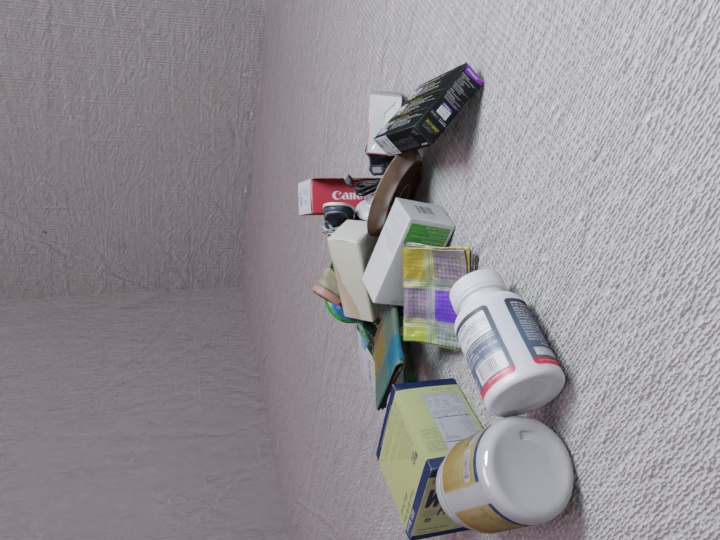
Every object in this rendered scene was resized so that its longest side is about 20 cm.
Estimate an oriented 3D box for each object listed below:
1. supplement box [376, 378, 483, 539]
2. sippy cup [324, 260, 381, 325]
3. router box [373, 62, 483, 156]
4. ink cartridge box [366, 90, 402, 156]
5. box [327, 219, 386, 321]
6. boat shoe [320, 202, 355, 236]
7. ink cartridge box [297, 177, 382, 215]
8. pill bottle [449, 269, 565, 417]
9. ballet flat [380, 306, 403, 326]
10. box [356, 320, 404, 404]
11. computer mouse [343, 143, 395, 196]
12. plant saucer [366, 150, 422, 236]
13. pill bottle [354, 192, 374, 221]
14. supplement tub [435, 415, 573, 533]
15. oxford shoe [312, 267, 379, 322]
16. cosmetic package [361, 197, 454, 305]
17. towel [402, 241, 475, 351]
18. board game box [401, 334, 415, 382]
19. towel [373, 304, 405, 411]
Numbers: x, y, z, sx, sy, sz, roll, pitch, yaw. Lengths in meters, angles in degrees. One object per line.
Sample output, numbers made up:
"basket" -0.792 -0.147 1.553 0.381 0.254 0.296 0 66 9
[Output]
"supplement box" 0.134 0.347 1.144 0.200 0.133 0.202 -118 31 -52
"sippy cup" -0.007 0.050 1.552 0.130 0.177 0.141 -39 27 54
"router box" 0.117 -0.286 1.113 0.149 0.051 0.200 -51 18 -8
"ink cartridge box" 0.052 -0.319 1.309 0.200 0.067 0.118 -78 -7 -71
"box" 0.000 0.000 1.329 0.077 0.095 0.202 8 124 30
"boat shoe" -0.052 -0.105 1.388 0.200 0.074 0.063 106 171 -79
"ink cartridge box" -0.035 -0.177 1.473 0.175 0.198 0.085 -170 78 -72
"pill bottle" 0.208 0.102 0.916 0.120 0.118 0.201 107 153 -45
"ballet flat" 0.095 0.084 1.341 0.200 0.074 0.075 154 112 -67
"box" 0.045 0.214 1.424 0.200 0.036 0.146 -148 49 -63
"computer mouse" 0.028 -0.227 1.387 0.201 0.139 0.046 -107 0 -50
"plant saucer" 0.077 -0.155 1.246 0.201 0.032 0.201 -55 -18 -28
"pill bottle" 0.038 -0.086 1.407 0.113 0.111 0.202 -124 36 -57
"supplement tub" 0.205 0.309 0.914 0.200 0.143 0.146 121 142 -59
"oxford shoe" -0.018 0.062 1.435 0.071 0.199 0.074 19 79 52
"cosmetic package" 0.091 -0.033 1.216 0.085 0.107 0.201 -118 41 -50
"towel" 0.139 0.047 1.130 0.142 0.023 0.202 9 108 29
"board game box" 0.076 0.237 1.467 0.200 0.029 0.136 138 128 -66
"towel" 0.056 0.161 1.245 0.201 0.021 0.148 -91 16 -52
